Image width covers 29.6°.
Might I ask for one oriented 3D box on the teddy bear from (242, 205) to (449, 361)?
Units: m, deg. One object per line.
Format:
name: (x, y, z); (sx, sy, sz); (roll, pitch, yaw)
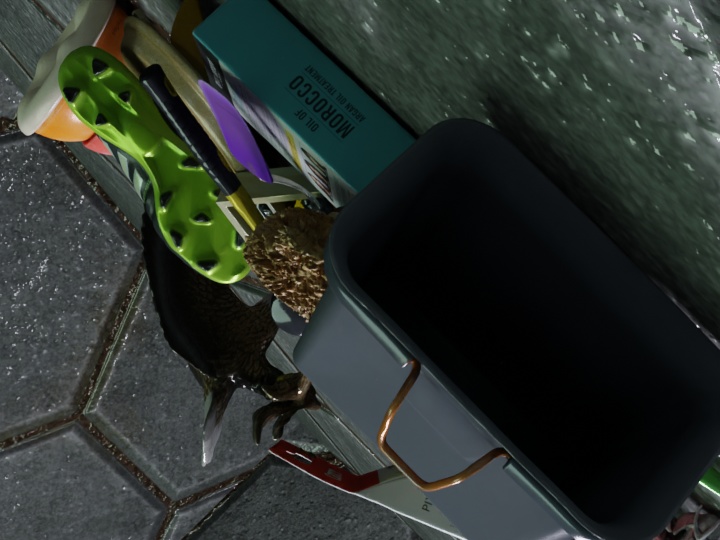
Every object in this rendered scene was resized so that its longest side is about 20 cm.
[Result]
teddy bear: (0.018, 0.034, 0.817); (0.200, 0.067, 0.145); (48, -172, 4)

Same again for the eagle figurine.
eagle figurine: (-0.109, 0.038, 1.084); (0.200, 0.152, 0.151); (44, -147, 14)

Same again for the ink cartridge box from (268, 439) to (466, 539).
ink cartridge box: (0.034, 0.152, 1.016); (0.199, 0.048, 0.160); (24, 176, 2)

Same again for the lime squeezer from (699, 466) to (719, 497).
lime squeezer: (0.176, 0.095, 0.801); (0.070, 0.038, 0.200); (11, -161, -45)

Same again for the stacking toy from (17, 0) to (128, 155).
stacking toy: (-0.195, -0.141, 1.229); (0.199, 0.147, 0.146); (33, 176, -20)

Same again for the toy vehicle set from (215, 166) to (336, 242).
toy vehicle set: (0.000, 0.000, 0.967); (0.123, 0.027, 0.200); (-4, 140, 30)

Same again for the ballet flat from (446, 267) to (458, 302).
ballet flat: (0.089, 0.021, 0.811); (0.063, 0.069, 0.200); (14, 164, 14)

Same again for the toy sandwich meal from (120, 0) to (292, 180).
toy sandwich meal: (-0.094, -0.117, 0.999); (0.205, 0.070, 0.205); (48, 170, 11)

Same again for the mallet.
mallet: (-0.078, -0.041, 0.865); (0.200, 0.041, 0.066); (51, -154, -30)

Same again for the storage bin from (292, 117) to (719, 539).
storage bin: (0.056, 0.056, 0.667); (0.200, 0.146, 0.134); (44, 147, 4)

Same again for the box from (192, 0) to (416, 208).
box: (-0.014, -0.080, 0.829); (0.200, 0.049, 0.082); (45, 171, 12)

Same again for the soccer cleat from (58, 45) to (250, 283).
soccer cleat: (-0.141, -0.080, 0.986); (0.200, 0.067, 0.081); (53, -173, -10)

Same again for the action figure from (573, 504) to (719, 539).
action figure: (0.178, 0.218, 0.929); (0.130, 0.069, 0.200); (54, 128, 13)

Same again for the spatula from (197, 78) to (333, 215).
spatula: (-0.039, -0.047, 0.866); (0.056, 0.021, 0.200); (38, 175, 47)
